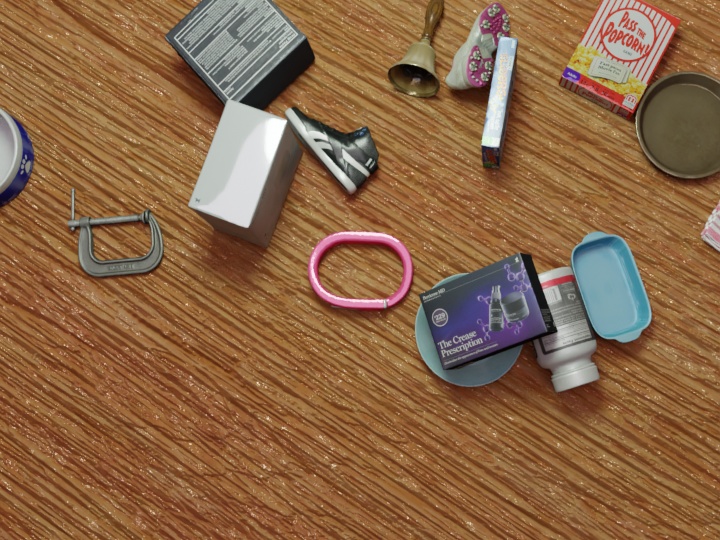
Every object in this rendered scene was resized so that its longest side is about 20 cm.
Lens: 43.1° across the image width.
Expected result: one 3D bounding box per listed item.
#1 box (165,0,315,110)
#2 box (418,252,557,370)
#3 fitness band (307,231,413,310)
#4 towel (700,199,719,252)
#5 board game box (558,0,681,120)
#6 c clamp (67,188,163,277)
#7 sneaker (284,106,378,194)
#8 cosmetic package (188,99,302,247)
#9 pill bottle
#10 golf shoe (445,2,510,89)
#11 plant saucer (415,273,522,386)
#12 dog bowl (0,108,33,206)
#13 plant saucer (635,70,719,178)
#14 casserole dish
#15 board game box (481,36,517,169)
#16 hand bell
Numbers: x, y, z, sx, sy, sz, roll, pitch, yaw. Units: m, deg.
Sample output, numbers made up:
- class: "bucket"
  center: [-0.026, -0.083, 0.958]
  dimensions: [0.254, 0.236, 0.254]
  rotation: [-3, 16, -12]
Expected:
- class: "box"
  center: [-0.225, -0.421, 1.730]
  dimensions: [0.200, 0.123, 0.199]
  rotation: [-42, 79, 0]
- class: "box"
  center: [0.218, 0.072, 1.566]
  dimensions: [0.197, 0.079, 0.144]
  rotation: [-24, 76, 24]
- class: "fitness band"
  center: [0.000, 0.000, 1.689]
  dimensions: [0.196, 0.037, 0.147]
  rotation: [2, 81, 5]
- class: "towel"
  center: [0.723, -0.105, 1.641]
  dimensions: [0.145, 0.030, 0.202]
  rotation: [33, 85, 8]
- class: "board game box"
  center: [0.483, -0.407, 1.700]
  dimensions: [0.150, 0.046, 0.202]
  rotation: [28, 85, 8]
- class: "c clamp"
  center: [-0.472, -0.074, 1.750]
  dimensions: [0.196, 0.027, 0.175]
  rotation: [1, 81, 6]
- class: "sneaker"
  center: [-0.044, -0.253, 1.720]
  dimensions: [0.112, 0.073, 0.201]
  rotation: [-41, 88, -5]
- class: "cosmetic package"
  center: [-0.202, -0.169, 1.651]
  dimensions: [0.121, 0.200, 0.203]
  rotation: [19, 84, 8]
- class: "pill bottle"
  center: [0.350, 0.105, 1.602]
  dimensions: [0.109, 0.111, 0.204]
  rotation: [-17, 80, 2]
- class: "golf shoe"
  center: [0.217, -0.421, 1.714]
  dimensions: [0.075, 0.091, 0.202]
  rotation: [40, 60, -25]
- class: "plant saucer"
  center: [0.197, 0.109, 1.653]
  dimensions: [0.197, 0.039, 0.205]
  rotation: [-1, 81, 5]
- class: "dog bowl"
  center: [-0.744, -0.223, 1.772]
  dimensions: [0.196, 0.079, 0.205]
  rotation: [-1, 82, 5]
- class: "plant saucer"
  center: [0.602, -0.265, 1.674]
  dimensions: [0.196, 0.029, 0.205]
  rotation: [0, 82, 3]
- class: "casserole dish"
  center: [0.443, 0.032, 1.632]
  dimensions: [0.119, 0.039, 0.204]
  rotation: [-15, 79, -11]
- class: "board game box"
  center: [0.254, -0.303, 1.661]
  dimensions: [0.034, 0.135, 0.204]
  rotation: [9, 83, 11]
- class: "hand bell"
  center: [0.126, -0.445, 1.734]
  dimensions: [0.102, 0.104, 0.203]
  rotation: [14, 70, 7]
